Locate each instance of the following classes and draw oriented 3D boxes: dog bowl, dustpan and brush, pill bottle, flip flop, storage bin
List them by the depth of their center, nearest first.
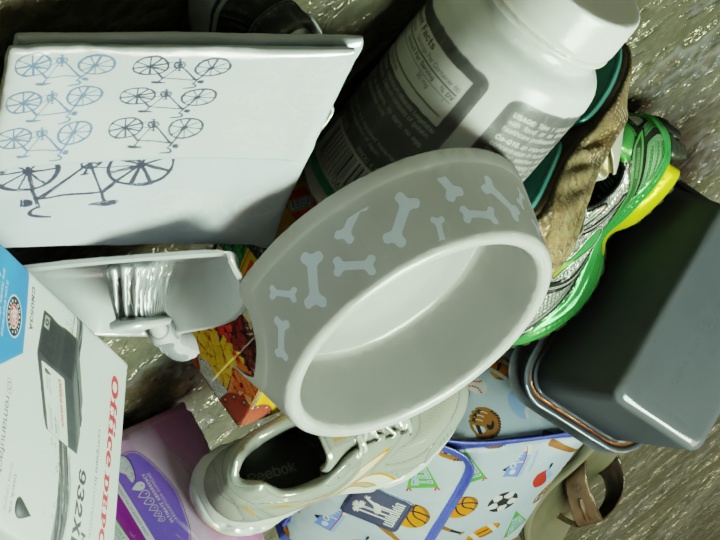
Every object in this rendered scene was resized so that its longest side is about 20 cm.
[{"bbox_3d":[0.022,0.019,1.576,0.200,0.059,0.200,-26,152,-15],"label":"dog bowl"},{"bbox_3d":[-0.121,0.024,1.610,0.139,0.057,0.200,-5,177,8],"label":"dustpan and brush"},{"bbox_3d":[0.066,-0.102,1.616,0.200,0.113,0.113,-49,155,26],"label":"pill bottle"},{"bbox_3d":[0.224,0.040,1.950,0.200,0.145,0.134,-59,-159,-6],"label":"storage bin"},{"bbox_3d":[0.207,0.187,2.436,0.081,0.058,0.200,-8,143,-50],"label":"flip flop"}]

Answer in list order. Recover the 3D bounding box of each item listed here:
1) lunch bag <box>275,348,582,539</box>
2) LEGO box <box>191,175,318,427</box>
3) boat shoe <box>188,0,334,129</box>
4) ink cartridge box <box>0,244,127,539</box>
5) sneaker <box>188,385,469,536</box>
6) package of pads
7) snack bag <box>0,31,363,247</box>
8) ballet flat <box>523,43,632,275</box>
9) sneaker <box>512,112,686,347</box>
[{"bbox_3d":[0.049,0.140,2.045,0.200,0.124,0.170,-4,141,-32],"label":"lunch bag"},{"bbox_3d":[0.000,0.000,1.756,0.200,0.077,0.149,-20,151,-35],"label":"LEGO box"},{"bbox_3d":[-0.050,-0.098,1.508,0.072,0.071,0.200,-35,157,-7],"label":"boat shoe"},{"bbox_3d":[-0.202,0.086,1.500,0.083,0.145,0.200,-4,158,16],"label":"ink cartridge box"},{"bbox_3d":[-0.009,0.111,1.774,0.200,0.076,0.092,-26,174,-21],"label":"sneaker"},{"bbox_3d":[-0.169,0.176,1.785,0.200,0.121,0.076,-23,159,-32],"label":"package of pads"},{"bbox_3d":[-0.112,-0.062,1.456,0.188,0.021,0.200,-2,149,-20],"label":"snack bag"},{"bbox_3d":[0.128,-0.068,1.734,0.200,0.070,0.065,-58,132,-39],"label":"ballet flat"},{"bbox_3d":[0.134,-0.033,1.915,0.085,0.078,0.200,14,116,-54],"label":"sneaker"}]
